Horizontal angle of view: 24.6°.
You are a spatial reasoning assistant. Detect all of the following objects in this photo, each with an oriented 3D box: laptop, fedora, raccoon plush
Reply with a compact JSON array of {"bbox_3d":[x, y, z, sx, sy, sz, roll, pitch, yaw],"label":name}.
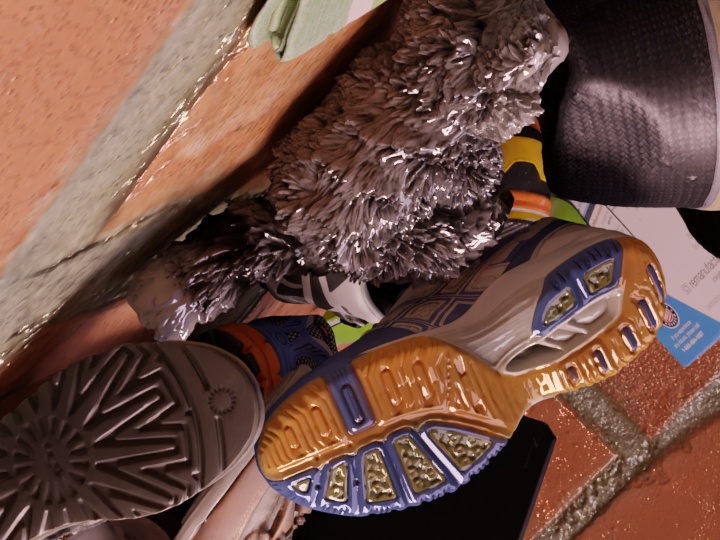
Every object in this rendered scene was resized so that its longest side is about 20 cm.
[{"bbox_3d":[0.017,0.147,0.815,0.200,0.103,0.178,65,45,-81],"label":"laptop"},{"bbox_3d":[0.124,-0.085,0.763,0.091,0.201,0.201,-12,168,-2],"label":"fedora"},{"bbox_3d":[0.002,-0.045,0.663,0.200,0.097,0.134,-41,162,-22],"label":"raccoon plush"}]

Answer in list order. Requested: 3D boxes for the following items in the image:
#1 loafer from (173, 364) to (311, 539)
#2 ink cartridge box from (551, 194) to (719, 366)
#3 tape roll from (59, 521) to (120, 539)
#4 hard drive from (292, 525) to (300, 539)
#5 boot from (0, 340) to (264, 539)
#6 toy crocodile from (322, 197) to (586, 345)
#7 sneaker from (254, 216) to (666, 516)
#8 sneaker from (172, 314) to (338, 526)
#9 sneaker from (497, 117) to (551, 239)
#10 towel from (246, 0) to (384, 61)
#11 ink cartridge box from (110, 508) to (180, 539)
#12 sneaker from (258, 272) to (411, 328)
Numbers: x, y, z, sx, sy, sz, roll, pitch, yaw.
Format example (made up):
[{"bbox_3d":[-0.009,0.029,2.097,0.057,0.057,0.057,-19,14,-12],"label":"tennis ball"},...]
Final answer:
[{"bbox_3d":[-0.063,0.141,0.788,0.200,0.063,0.072,-55,-179,-1],"label":"loafer"},{"bbox_3d":[0.176,-0.060,0.988,0.086,0.200,0.146,-39,169,-23],"label":"ink cartridge box"},{"bbox_3d":[-0.199,0.185,0.791,0.203,0.037,0.203,-32,177,-2],"label":"tape roll"},{"bbox_3d":[-0.128,0.194,0.900,0.200,0.042,0.135,-31,176,13],"label":"hard drive"},{"bbox_3d":[-0.093,0.076,0.746,0.182,0.073,0.200,-20,172,19],"label":"boot"},{"bbox_3d":[0.054,0.004,1.045,0.200,0.062,0.068,-28,-157,32],"label":"toy crocodile"},{"bbox_3d":[0.037,0.040,0.735,0.200,0.075,0.088,-25,-155,-17],"label":"sneaker"},{"bbox_3d":[-0.066,0.088,0.928,0.078,0.075,0.200,-20,162,-34],"label":"sneaker"},{"bbox_3d":[0.051,-0.043,0.926,0.200,0.070,0.090,161,-64,-66],"label":"sneaker"},{"bbox_3d":[0.050,-0.160,0.558,0.200,0.023,0.153,-38,168,-29],"label":"towel"},{"bbox_3d":[-0.077,0.185,0.989,0.200,0.198,0.043,-43,137,5],"label":"ink cartridge box"},{"bbox_3d":[0.000,0.000,0.845,0.074,0.089,0.200,-45,172,-9],"label":"sneaker"}]
